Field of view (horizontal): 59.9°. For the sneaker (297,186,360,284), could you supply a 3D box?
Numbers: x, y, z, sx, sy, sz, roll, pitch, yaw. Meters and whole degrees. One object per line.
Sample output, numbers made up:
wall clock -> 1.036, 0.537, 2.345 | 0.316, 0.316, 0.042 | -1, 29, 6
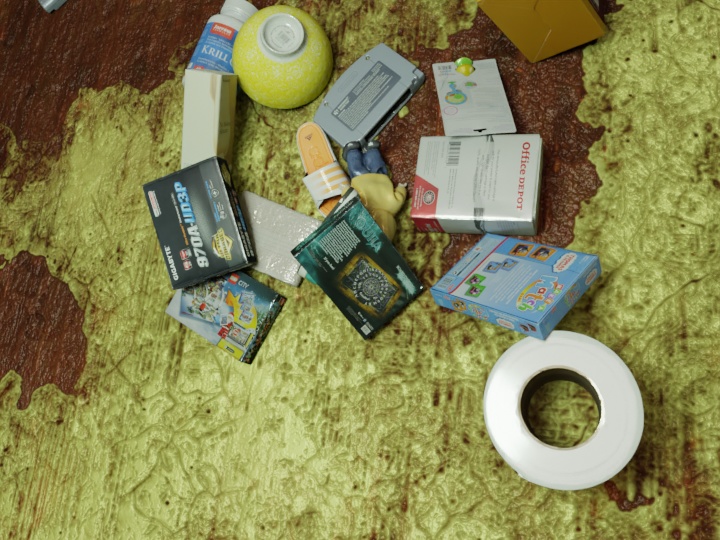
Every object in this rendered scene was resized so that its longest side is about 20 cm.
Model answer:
sneaker -> -0.018, -0.033, 1.037 | 0.120, 0.084, 0.201 | 33, 130, 0

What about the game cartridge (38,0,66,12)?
game cartridge -> -0.787, -0.761, 1.597 | 0.133, 0.040, 0.201 | -38, 65, 2

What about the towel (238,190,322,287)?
towel -> -0.172, -0.063, 1.162 | 0.198, 0.034, 0.134 | 21, 83, 24

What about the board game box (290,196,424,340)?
board game box -> 0.000, 0.000, 0.998 | 0.135, 0.201, 0.028 | -40, 28, -3

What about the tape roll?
tape roll -> 0.278, 0.195, 0.863 | 0.200, 0.139, 0.205 | -6, 72, 18

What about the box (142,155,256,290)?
box -> -0.291, -0.084, 1.130 | 0.157, 0.046, 0.202 | -17, 88, 13

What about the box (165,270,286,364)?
box -> -0.249, 0.064, 1.150 | 0.199, 0.038, 0.138 | 27, 84, 25

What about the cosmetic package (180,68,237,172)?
cosmetic package -> -0.284, -0.271, 1.176 | 0.070, 0.105, 0.202 | 9, 109, 3

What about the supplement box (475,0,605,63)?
supplement box -> 0.293, -0.493, 1.015 | 0.132, 0.196, 0.203 | -11, 68, 40

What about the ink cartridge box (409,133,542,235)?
ink cartridge box -> 0.193, -0.138, 1.024 | 0.198, 0.083, 0.149 | 4, 75, 21

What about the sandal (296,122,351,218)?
sandal -> -0.075, -0.181, 1.135 | 0.079, 0.059, 0.208 | -28, 77, 13

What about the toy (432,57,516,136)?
toy -> 0.189, -0.286, 1.071 | 0.114, 0.047, 0.202 | -4, 54, 1

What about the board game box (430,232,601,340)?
board game box -> 0.223, 0.015, 0.918 | 0.151, 0.037, 0.199 | -41, 33, -24

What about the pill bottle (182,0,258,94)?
pill bottle -> -0.275, -0.444, 1.271 | 0.111, 0.112, 0.202 | 16, 80, 23

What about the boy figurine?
boy figurine -> 0.027, -0.130, 1.087 | 0.123, 0.065, 0.202 | -8, 69, -18

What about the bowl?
bowl -> -0.147, -0.420, 1.179 | 0.197, 0.108, 0.203 | 1, 82, -7

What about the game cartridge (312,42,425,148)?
game cartridge -> 0.010, -0.325, 1.175 | 0.200, 0.042, 0.133 | -47, 61, 2
